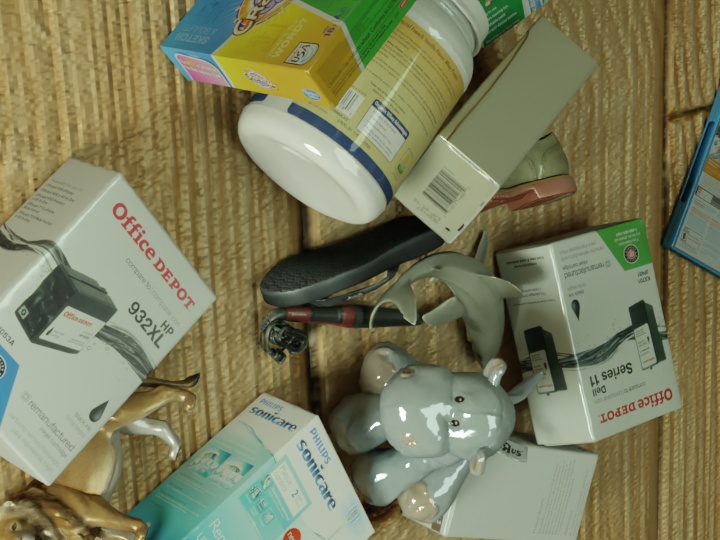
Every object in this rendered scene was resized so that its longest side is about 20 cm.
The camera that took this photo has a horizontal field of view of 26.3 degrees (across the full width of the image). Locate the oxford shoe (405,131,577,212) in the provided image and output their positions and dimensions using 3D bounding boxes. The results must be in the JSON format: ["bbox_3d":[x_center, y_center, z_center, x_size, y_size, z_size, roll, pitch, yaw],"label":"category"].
[{"bbox_3d":[0.117,-0.093,1.466,0.199,0.071,0.075,-8,81,-39],"label":"oxford shoe"}]

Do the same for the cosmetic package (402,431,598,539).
[{"bbox_3d":[0.143,0.215,1.554,0.199,0.074,0.103,13,92,-40],"label":"cosmetic package"}]

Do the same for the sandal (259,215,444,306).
[{"bbox_3d":[0.001,0.000,1.370,0.199,0.076,0.043,-21,115,-36],"label":"sandal"}]

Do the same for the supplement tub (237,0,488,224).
[{"bbox_3d":[0.006,-0.156,1.287,0.201,0.144,0.144,-55,129,-14],"label":"supplement tub"}]

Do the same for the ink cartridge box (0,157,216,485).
[{"bbox_3d":[-0.229,0.037,1.177,0.200,0.083,0.145,-49,127,-20],"label":"ink cartridge box"}]

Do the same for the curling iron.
[{"bbox_3d":[-0.017,0.049,1.405,0.199,0.026,0.050,-7,127,-44],"label":"curling iron"}]

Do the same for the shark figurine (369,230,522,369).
[{"bbox_3d":[0.101,0.017,1.440,0.214,0.089,0.129,23,83,-53],"label":"shark figurine"}]

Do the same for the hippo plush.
[{"bbox_3d":[0.076,0.152,1.376,0.198,0.161,0.161,12,86,-9],"label":"hippo plush"}]

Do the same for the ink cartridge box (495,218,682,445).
[{"bbox_3d":[0.231,0.062,1.544,0.146,0.083,0.202,-15,94,-38],"label":"ink cartridge box"}]

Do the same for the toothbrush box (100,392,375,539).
[{"bbox_3d":[-0.102,0.229,1.338,0.200,0.085,0.147,-41,124,-27],"label":"toothbrush box"}]

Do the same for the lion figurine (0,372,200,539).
[{"bbox_3d":[-0.214,0.154,1.234,0.122,0.073,0.201,21,68,-2],"label":"lion figurine"}]

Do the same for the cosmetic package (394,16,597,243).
[{"bbox_3d":[0.122,-0.128,1.382,0.073,0.104,0.200,39,51,0],"label":"cosmetic package"}]

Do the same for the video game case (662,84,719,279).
[{"bbox_3d":[0.419,-0.099,1.742,0.143,0.018,0.202,24,86,-41],"label":"video game case"}]

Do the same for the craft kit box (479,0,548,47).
[{"bbox_3d":[0.140,-0.341,1.423,0.200,0.048,0.199,-38,121,-27],"label":"craft kit box"}]

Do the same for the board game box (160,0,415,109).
[{"bbox_3d":[-0.048,-0.205,1.191,0.153,0.199,0.040,-54,128,-16],"label":"board game box"}]
